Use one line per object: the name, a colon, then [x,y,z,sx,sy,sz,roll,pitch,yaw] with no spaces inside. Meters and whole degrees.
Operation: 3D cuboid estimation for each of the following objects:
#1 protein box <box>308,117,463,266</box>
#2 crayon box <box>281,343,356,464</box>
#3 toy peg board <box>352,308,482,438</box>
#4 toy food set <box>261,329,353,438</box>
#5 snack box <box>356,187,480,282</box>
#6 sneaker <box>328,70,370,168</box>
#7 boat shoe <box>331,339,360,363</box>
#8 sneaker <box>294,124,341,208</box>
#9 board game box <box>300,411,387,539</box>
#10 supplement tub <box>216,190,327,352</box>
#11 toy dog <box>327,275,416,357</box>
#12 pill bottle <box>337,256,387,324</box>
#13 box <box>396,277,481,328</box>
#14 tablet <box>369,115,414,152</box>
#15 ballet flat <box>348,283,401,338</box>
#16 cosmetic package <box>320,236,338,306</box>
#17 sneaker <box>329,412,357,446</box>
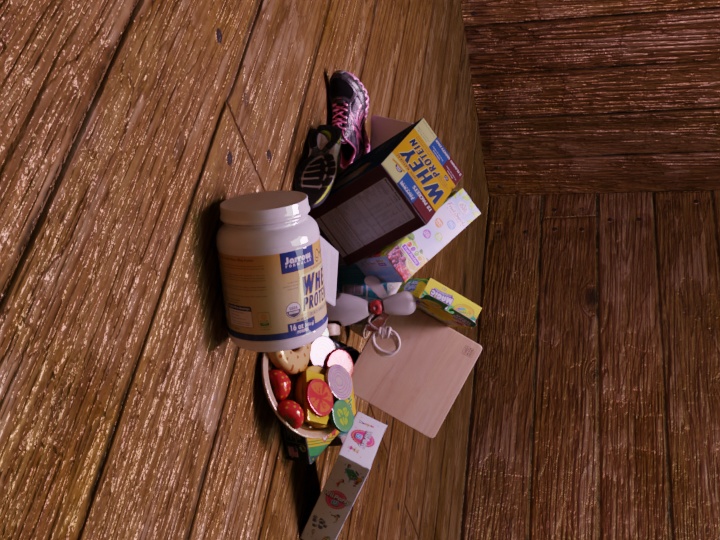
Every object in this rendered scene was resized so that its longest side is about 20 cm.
protein box: [0.046,-0.144,1.726,0.135,0.200,0.199,53,40,-12]
crayon box: [-0.065,0.226,1.633,0.200,0.051,0.127,-42,131,-53]
toy peg board: [0.097,0.185,1.824,0.200,0.199,0.098,-61,-179,-4]
toy food set: [-0.081,0.171,1.517,0.198,0.049,0.201,22,55,-45]
snack box: [0.102,-0.063,1.751,0.068,0.200,0.169,53,-18,-12]
sneaker: [-0.030,-0.291,1.855,0.095,0.079,0.200,-52,140,-50]
boat shoe: [-0.050,0.157,1.757,0.200,0.063,0.073,24,68,-73]
sneaker: [-0.067,-0.175,1.695,0.081,0.074,0.200,80,19,-44]
board game box: [-0.028,0.376,1.679,0.148,0.064,0.200,-58,172,-65]
supplement tub: [-0.124,-0.002,1.315,0.144,0.144,0.201,-53,140,-67]
toy dog: [-0.003,0.072,1.717,0.096,0.199,0.132,-17,122,-85]
pill bottle: [0.000,0.000,1.864,0.111,0.110,0.201,50,42,-68]
box: [0.144,0.060,1.746,0.048,0.117,0.200,-61,-168,-6]
tablet: [0.060,-0.200,1.866,0.014,0.130,0.201,-14,114,-39]
ballet flat: [0.049,0.063,1.936,0.200,0.062,0.067,-50,168,31]
cosmetic package: [-0.098,-0.007,1.561,0.200,0.071,0.102,44,47,-70]
sneaker: [-0.032,0.285,1.809,0.200,0.071,0.080,7,87,-74]
